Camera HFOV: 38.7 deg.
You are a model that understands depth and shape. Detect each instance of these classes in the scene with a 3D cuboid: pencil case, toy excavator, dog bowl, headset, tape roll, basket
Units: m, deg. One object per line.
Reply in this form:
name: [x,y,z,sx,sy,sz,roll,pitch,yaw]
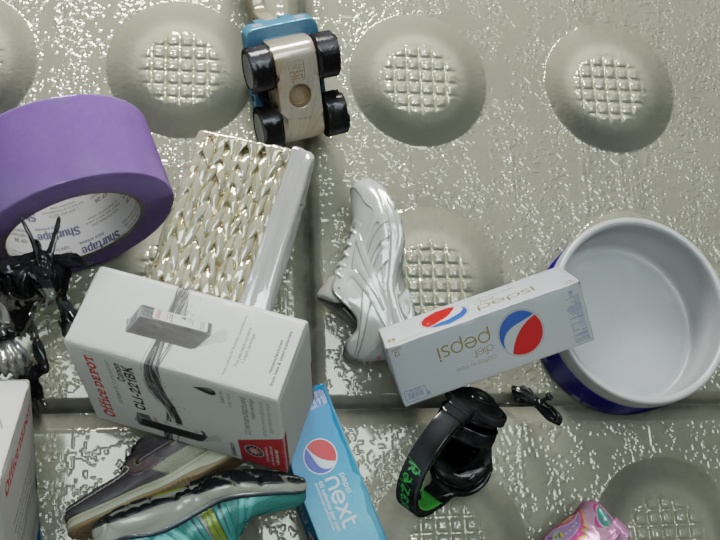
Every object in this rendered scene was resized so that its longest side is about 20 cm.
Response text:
pencil case: [0.183,0.318,0.997,0.199,0.088,0.088,-37,82,-20]
toy excavator: [-0.098,-0.250,1.123,0.098,0.200,0.197,-16,120,-15]
dog bowl: [0.288,0.050,1.104,0.196,0.079,0.204,3,72,-10]
headset: [0.116,0.171,1.011,0.093,0.125,0.199,31,43,26]
tape roll: [-0.283,-0.074,0.971,0.197,0.200,0.086,-19,74,-16]
basket: [-0.132,-0.022,1.020,0.121,0.136,0.203,16,70,-3]

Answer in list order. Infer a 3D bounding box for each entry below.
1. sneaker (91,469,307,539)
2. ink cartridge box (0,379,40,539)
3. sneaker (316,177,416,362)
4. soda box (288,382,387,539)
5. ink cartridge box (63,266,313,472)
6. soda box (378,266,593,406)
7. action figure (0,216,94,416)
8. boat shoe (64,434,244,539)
sneaker: [-0.140,0.231,0.923,0.197,0.077,0.081,-16,92,-16]
ink cartridge box: [-0.321,0.212,0.853,0.083,0.203,0.147,1,27,-8]
sneaker: [0.000,0.000,1.070,0.098,0.078,0.203,-7,73,-9]
soda box: [-0.030,0.218,0.996,0.063,0.068,0.203,-19,77,-15]
ink cartridge box: [-0.148,0.090,0.918,0.197,0.145,0.085,15,57,10]
soda box: [0.121,0.063,1.003,0.197,0.068,0.065,-19,104,-2]
action figure: [-0.296,0.054,0.931,0.118,0.202,0.102,-10,45,-45]
boat shoe: [-0.192,0.188,0.979,0.198,0.072,0.065,-26,67,-15]
